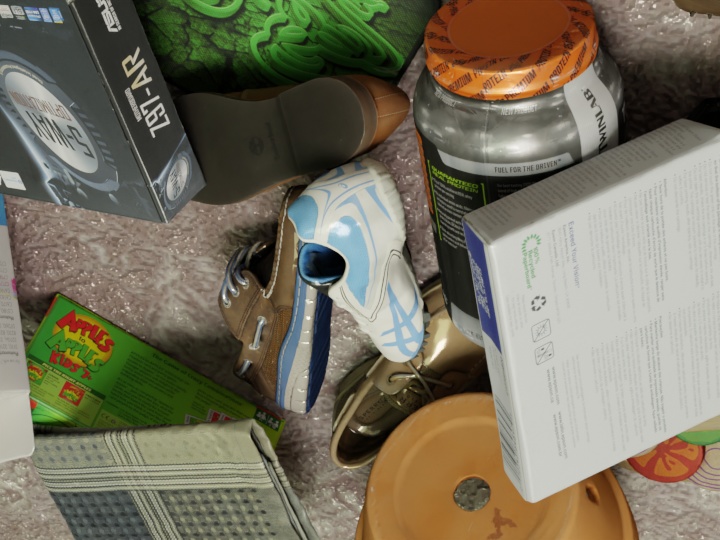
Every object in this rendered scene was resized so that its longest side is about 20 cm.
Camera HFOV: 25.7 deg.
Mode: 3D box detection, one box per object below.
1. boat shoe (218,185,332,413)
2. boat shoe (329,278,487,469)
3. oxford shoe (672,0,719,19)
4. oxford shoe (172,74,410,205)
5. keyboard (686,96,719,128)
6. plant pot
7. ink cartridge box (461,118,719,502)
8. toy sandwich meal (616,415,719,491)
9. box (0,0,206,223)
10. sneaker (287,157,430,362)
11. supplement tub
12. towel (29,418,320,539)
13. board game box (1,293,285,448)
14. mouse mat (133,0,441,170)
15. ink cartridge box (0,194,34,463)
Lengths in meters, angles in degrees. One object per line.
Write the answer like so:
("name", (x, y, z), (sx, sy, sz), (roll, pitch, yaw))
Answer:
("boat shoe", (-0.058, 0.020, 1.071), (0.072, 0.072, 0.201), (15, 133, 8))
("boat shoe", (0.044, 0.074, 1.098), (0.071, 0.065, 0.200), (32, 132, -10))
("oxford shoe", (0.214, -0.163, 0.846), (0.199, 0.073, 0.084), (32, 148, -8))
("oxford shoe", (-0.054, -0.083, 0.990), (0.199, 0.071, 0.072), (-3, 101, 39))
("keyboard", (0.263, -0.020, 0.976), (0.199, 0.040, 0.104), (33, 108, -9))
("plant pot", (0.083, 0.170, 1.050), (0.198, 0.202, 0.140), (4, 152, 15))
("ink cartridge box", (0.164, 0.017, 0.906), (0.199, 0.041, 0.201), (-22, 128, -12))
("toy sandwich meal", (0.208, 0.084, 1.048), (0.203, 0.070, 0.206), (9, 132, 11))
("box", (-0.206, -0.117, 0.991), (0.199, 0.044, 0.161), (11, 135, 35))
("sneaker", (0.000, 0.000, 0.983), (0.072, 0.072, 0.200), (-19, 149, 0))
("supplement tub", (0.097, -0.058, 0.928), (0.121, 0.123, 0.201), (2, 131, 16))
("towel", (-0.124, 0.177, 1.133), (0.198, 0.035, 0.194), (-4, 125, 25))
("board game box", (-0.164, 0.112, 1.174), (0.199, 0.102, 0.048), (30, 132, -8))
("mouse mat", (-0.067, -0.157, 0.976), (0.199, 0.008, 0.161), (27, 132, -7))
("ink cartridge box", (-0.300, 0.040, 1.102), (0.114, 0.068, 0.202), (-16, 79, 29))
